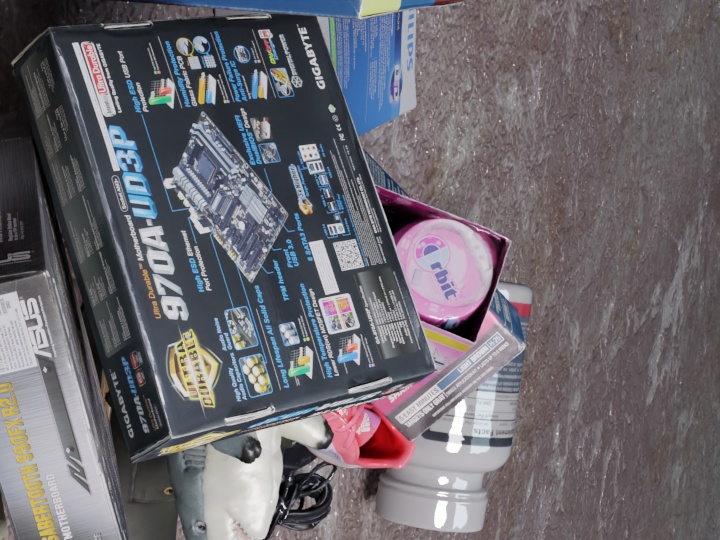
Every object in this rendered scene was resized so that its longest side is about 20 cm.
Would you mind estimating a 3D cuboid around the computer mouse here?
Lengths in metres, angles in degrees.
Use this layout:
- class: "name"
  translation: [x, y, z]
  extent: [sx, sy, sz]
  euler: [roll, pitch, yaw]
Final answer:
- class: "computer mouse"
  translation: [-0.056, 0.086, 1.140]
  extent: [0.138, 0.052, 0.201]
  euler: [-2, 107, -58]

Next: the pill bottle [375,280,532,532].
- class: "pill bottle"
  translation: [0.068, 0.103, 1.336]
  extent: [0.119, 0.119, 0.202]
  euler: [6, 92, -66]

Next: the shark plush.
- class: "shark plush"
  translation: [-0.106, 0.056, 0.867]
  extent: [0.200, 0.083, 0.091]
  euler: [51, 22, 5]

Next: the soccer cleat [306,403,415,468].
- class: "soccer cleat"
  translation: [-0.030, 0.084, 1.050]
  extent: [0.200, 0.076, 0.067]
  euler: [42, 66, -60]

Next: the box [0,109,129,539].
- class: "box"
  translation: [-0.156, 0.046, 0.794]
  extent: [0.159, 0.048, 0.201]
  euler: [-114, -167, -56]

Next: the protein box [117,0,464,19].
- class: "protein box"
  translation: [-0.057, -0.237, 0.840]
  extent: [0.135, 0.199, 0.200]
  euler: [-25, 120, -62]

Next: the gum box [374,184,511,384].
- class: "gum box"
  translation: [-0.032, -0.012, 0.911]
  extent: [0.114, 0.199, 0.067]
  euler: [129, -18, -71]

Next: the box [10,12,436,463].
- class: "box"
  translation: [-0.063, -0.024, 0.793]
  extent: [0.158, 0.046, 0.201]
  euler: [-11, 78, -39]

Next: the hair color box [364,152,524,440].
- class: "hair color box"
  translation: [0.000, 0.000, 1.026]
  extent: [0.200, 0.100, 0.061]
  euler: [45, 15, -15]

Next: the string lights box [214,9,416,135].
- class: "string lights box"
  translation: [-0.024, -0.143, 1.121]
  extent: [0.200, 0.059, 0.103]
  euler: [-34, 128, -60]

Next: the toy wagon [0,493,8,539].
- class: "toy wagon"
  translation: [-0.217, 0.148, 0.801]
  extent: [0.200, 0.039, 0.156]
  euler: [48, 54, -61]

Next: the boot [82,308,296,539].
- class: "boot"
  translation: [-0.092, 0.113, 0.950]
  extent: [0.077, 0.137, 0.201]
  euler: [-38, 132, -57]
